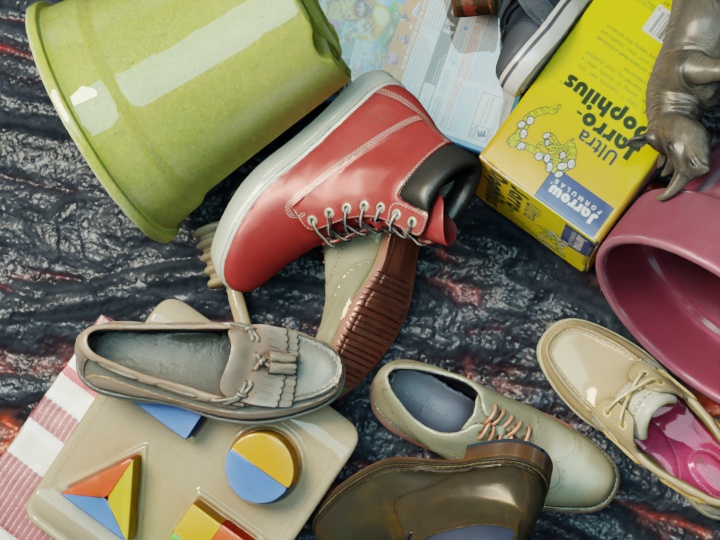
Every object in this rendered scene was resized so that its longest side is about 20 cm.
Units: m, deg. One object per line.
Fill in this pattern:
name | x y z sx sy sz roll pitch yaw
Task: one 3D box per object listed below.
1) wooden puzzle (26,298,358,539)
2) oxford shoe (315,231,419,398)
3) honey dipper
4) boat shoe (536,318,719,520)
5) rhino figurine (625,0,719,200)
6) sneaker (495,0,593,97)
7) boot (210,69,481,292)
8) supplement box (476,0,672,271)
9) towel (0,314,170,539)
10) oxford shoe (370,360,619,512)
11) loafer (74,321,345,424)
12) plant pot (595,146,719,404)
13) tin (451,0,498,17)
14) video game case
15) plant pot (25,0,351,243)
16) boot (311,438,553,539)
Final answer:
wooden puzzle | -0.128 0.151 1.519 0.185 0.046 0.201 35 90 6
oxford shoe | 0.000 0.000 1.554 0.073 0.071 0.201 21 82 30
honey dipper | -0.084 0.061 1.561 0.038 0.038 0.202 -16 85 2
boat shoe | 0.216 0.105 1.512 0.200 0.069 0.074 39 86 8
rhino figurine | 0.241 -0.140 1.431 0.087 0.060 0.202 10 76 43
sneaker | 0.134 -0.210 1.529 0.079 0.079 0.200 36 50 1
boot | -0.009 -0.035 1.490 0.200 0.072 0.144 -45 55 4
supplement box | 0.185 -0.118 1.519 0.109 0.109 0.201 35 81 8
towel | -0.197 0.155 1.560 0.144 0.023 0.201 36 87 6
oxford shoe | 0.098 0.125 1.507 0.198 0.074 0.071 21 80 4
loafer | -0.109 0.069 1.472 0.198 0.063 0.073 4 74 -2
plant pot | 0.299 -0.018 1.474 0.199 0.200 0.179 37 70 8
tin | 0.078 -0.287 1.548 0.041 0.112 0.202 -8 67 12
video game case | 0.038 -0.184 1.593 0.198 0.018 0.144 19 84 6
plant pot | -0.114 -0.151 1.494 0.183 0.200 0.202 -28 81 8
boot | 0.042 0.189 1.470 0.199 0.097 0.075 -21 123 28
